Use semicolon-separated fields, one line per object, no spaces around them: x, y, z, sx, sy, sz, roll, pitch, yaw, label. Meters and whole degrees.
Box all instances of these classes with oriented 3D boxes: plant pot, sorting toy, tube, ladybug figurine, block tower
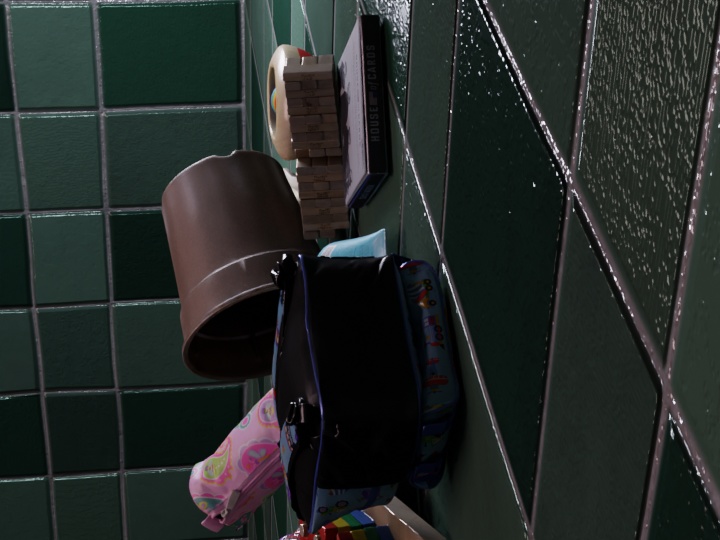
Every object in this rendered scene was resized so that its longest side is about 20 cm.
-0.129;-0.013;1.863;0.201;0.198;0.200;100;154;-59;plant pot
0.006;0.296;1.398;0.199;0.069;0.203;-153;60;-66;sorting toy
0.000;0.000;1.560;0.200;0.050;0.079;-170;74;-78;tube
-0.071;-0.201;1.980;0.200;0.071;0.138;-123;32;-75;ladybug figurine
-0.044;-0.134;1.759;0.058;0.053;0.202;-89;-6;-55;block tower

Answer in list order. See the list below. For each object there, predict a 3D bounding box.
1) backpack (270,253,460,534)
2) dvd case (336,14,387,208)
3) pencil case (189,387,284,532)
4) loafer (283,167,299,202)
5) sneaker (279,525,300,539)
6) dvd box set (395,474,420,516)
-0.003;0.107;1.315;0.201;0.133;0.184;97;168;-49;backpack
0.001;-0.151;1.624;0.200;0.024;0.152;137;130;-80;dvd case
-0.091;0.180;1.674;0.200;0.087;0.088;-44;34;25;pencil case
-0.080;-0.076;2.019;0.069;0.075;0.200;-53;9;-2;loafer
-0.059;0.262;1.541;0.200;0.082;0.082;-48;-42;-50;sneaker
0.025;0.216;1.531;0.200;0.029;0.148;168;98;-82;dvd box set
